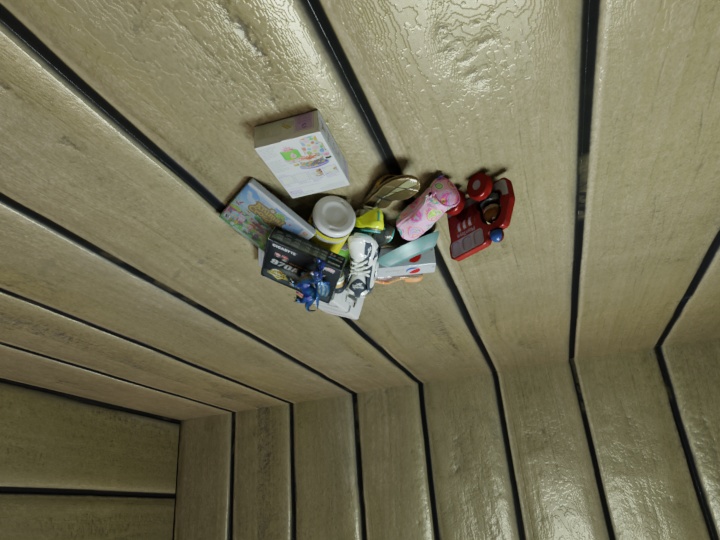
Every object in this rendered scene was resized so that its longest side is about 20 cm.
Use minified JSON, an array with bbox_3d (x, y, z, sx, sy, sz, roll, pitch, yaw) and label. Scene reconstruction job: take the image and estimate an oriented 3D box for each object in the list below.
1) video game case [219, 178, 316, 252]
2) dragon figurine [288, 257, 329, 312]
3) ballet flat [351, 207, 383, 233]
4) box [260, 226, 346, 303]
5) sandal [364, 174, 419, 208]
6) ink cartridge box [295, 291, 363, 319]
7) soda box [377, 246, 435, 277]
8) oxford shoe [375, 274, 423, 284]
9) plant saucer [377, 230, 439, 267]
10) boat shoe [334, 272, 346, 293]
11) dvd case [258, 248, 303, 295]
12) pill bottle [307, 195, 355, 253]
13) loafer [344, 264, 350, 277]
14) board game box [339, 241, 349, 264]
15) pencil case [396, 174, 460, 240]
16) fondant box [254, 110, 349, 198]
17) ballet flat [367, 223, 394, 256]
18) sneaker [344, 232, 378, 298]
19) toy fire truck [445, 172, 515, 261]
[{"bbox_3d":[-0.233,-0.116,1.365,0.199,0.022,0.181,39,139,-17],"label":"video game case"},{"bbox_3d":[-0.114,0.053,1.355,0.098,0.059,0.202,13,134,25],"label":"dragon figurine"},{"bbox_3d":[0.008,-0.127,1.419,0.066,0.068,0.199,6,179,-22],"label":"ballet flat"},{"bbox_3d":[-0.146,-0.009,1.392,0.197,0.046,0.160,24,142,-2],"label":"box"},{"bbox_3d":[0.069,-0.198,1.319,0.079,0.055,0.199,14,165,-23],"label":"sandal"},{"bbox_3d":[-0.095,0.080,1.789,0.145,0.084,0.200,10,164,27],"label":"ink cartridge box"},{"bbox_3d":[0.126,-0.028,1.664,0.196,0.069,0.064,-6,155,2],"label":"soda box"},{"bbox_3d":[0.107,-0.007,1.728,0.196,0.072,0.074,-4,139,-16],"label":"oxford shoe"},{"bbox_3d":[0.136,-0.053,1.543,0.197,0.036,0.200,-25,178,-1],"label":"plant saucer"},{"bbox_3d":[-0.089,-0.006,1.535,0.074,0.201,0.063,-20,129,-11],"label":"boat shoe"},{"bbox_3d":[-0.206,0.005,1.575,0.198,0.025,0.151,34,157,3],"label":"dvd case"},{"bbox_3d":[-0.090,-0.096,1.429,0.109,0.113,0.200,4,154,-17],"label":"pill bottle"},{"bbox_3d":[-0.003,0.000,1.648,0.063,0.072,0.199,-36,-166,-17],"label":"loafer"},{"bbox_3d":[-0.070,-0.042,1.650,0.095,0.030,0.199,16,145,-38],"label":"board game box"},{"bbox_3d":[0.163,-0.153,1.378,0.086,0.089,0.200,7,155,-24],"label":"pencil case"},{"bbox_3d":[-0.120,-0.241,1.177,0.142,0.059,0.200,-11,155,13],"label":"fondant box"},{"bbox_3d":[0.039,-0.087,1.529,0.067,0.069,0.200,15,157,-7],"label":"ballet flat"},{"bbox_3d":[0.000,0.000,1.442,0.078,0.131,0.200,7,152,7],"label":"sneaker"},{"bbox_3d":[0.296,-0.130,1.355,0.111,0.171,0.199,17,148,-39],"label":"toy fire truck"}]
